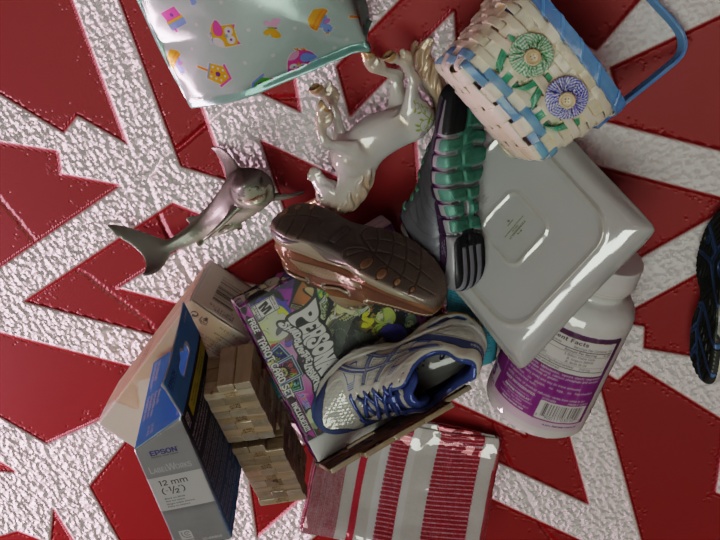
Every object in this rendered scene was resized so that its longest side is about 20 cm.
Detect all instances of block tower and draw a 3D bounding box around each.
[{"bbox_3d":[-0.107,0.161,1.782,0.054,0.058,0.200,-9,134,12],"label":"block tower"}]

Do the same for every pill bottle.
[{"bbox_3d":[0.209,0.062,1.736,0.112,0.112,0.200,20,119,-1],"label":"pill bottle"}]

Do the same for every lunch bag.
[{"bbox_3d":[-0.108,-0.257,1.613,0.200,0.122,0.171,-19,115,13],"label":"lunch bag"}]

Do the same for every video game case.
[{"bbox_3d":[-0.011,0.071,1.778,0.181,0.036,0.200,-29,113,-9],"label":"video game case"}]

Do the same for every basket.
[{"bbox_3d":[0.187,-0.205,1.590,0.200,0.139,0.176,-46,104,-9],"label":"basket"}]

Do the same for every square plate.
[{"bbox_3d":[0.153,-0.041,1.675,0.198,0.028,0.200,50,115,19],"label":"square plate"}]

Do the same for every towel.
[{"bbox_3d":[0.045,0.229,1.854,0.200,0.023,0.144,12,85,-5],"label":"towel"}]

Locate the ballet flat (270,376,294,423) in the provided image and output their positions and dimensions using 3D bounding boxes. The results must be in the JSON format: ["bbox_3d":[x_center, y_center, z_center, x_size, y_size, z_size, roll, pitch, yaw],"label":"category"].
[{"bbox_3d":[-0.099,0.160,1.873,0.200,0.072,0.072,-39,106,26],"label":"ballet flat"}]

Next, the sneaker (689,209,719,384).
[{"bbox_3d":[0.380,0.017,1.715,0.077,0.076,0.200,-4,120,-14],"label":"sneaker"}]

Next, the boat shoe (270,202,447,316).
[{"bbox_3d":[0.000,0.000,1.674,0.200,0.076,0.072,27,136,31],"label":"boat shoe"}]

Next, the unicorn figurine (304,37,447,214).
[{"bbox_3d":[0.003,-0.133,1.674,0.200,0.074,0.137,-24,125,7],"label":"unicorn figurine"}]

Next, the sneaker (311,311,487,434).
[{"bbox_3d":[0.033,0.112,1.715,0.200,0.088,0.075,-32,110,16],"label":"sneaker"}]

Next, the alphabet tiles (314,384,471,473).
[{"bbox_3d":[0.036,0.159,1.745,0.167,0.200,0.008,-29,90,-8],"label":"alphabet tiles"}]

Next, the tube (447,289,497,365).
[{"bbox_3d":[0.117,-0.003,1.755,0.077,0.050,0.200,4,111,8],"label":"tube"}]

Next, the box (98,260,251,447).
[{"bbox_3d":[-0.190,0.097,1.837,0.078,0.095,0.200,34,117,-9],"label":"box"}]

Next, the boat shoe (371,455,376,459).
[{"bbox_3d":[0.012,0.285,1.902,0.076,0.072,0.200,-5,110,11],"label":"boat shoe"}]

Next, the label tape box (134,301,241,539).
[{"bbox_3d":[-0.180,0.155,1.729,0.066,0.143,0.200,-13,122,11],"label":"label tape box"}]

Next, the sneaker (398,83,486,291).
[{"bbox_3d":[0.069,-0.081,1.667,0.087,0.074,0.200,3,95,36],"label":"sneaker"}]

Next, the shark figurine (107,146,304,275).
[{"bbox_3d":[-0.151,-0.076,1.760,0.214,0.128,0.090,-29,85,41],"label":"shark figurine"}]
